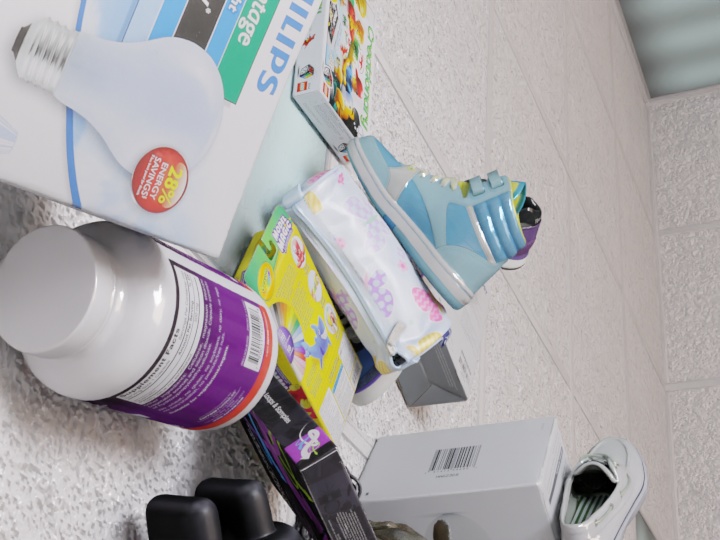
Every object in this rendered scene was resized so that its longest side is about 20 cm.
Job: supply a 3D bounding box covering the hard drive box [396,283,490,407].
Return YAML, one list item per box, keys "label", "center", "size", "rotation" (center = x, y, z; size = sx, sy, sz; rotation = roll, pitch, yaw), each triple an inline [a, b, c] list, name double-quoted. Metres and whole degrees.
- label: "hard drive box"
  center: [0.085, 0.034, 1.365]
  size: [0.200, 0.076, 0.157]
  rotation: [-68, 142, -52]

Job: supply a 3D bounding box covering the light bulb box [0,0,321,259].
- label: "light bulb box"
  center: [-0.147, -0.135, 0.645]
  size: [0.199, 0.124, 0.199]
  rotation: [21, 92, -46]

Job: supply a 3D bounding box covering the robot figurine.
- label: "robot figurine"
  center: [-0.087, 0.246, 0.792]
  size: [0.125, 0.149, 0.202]
  rotation: [-159, -121, -88]

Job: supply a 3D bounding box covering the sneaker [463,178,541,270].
- label: "sneaker"
  center: [0.103, -0.074, 1.295]
  size: [0.076, 0.199, 0.088]
  rotation: [-82, -173, -51]

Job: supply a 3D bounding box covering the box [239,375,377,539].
- label: "box"
  center: [-0.047, 0.153, 0.898]
  size: [0.200, 0.036, 0.144]
  rotation: [40, -25, 59]

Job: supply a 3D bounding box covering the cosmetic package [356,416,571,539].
- label: "cosmetic package"
  center: [0.122, 0.274, 1.194]
  size: [0.123, 0.198, 0.201]
  rotation: [-57, 133, -59]

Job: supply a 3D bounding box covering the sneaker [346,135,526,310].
- label: "sneaker"
  center: [0.083, -0.075, 1.123]
  size: [0.200, 0.130, 0.080]
  rotation: [55, 5, 15]

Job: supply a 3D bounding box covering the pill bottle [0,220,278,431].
- label: "pill bottle"
  center: [-0.144, 0.037, 0.760]
  size: [0.200, 0.112, 0.113]
  rotation: [33, 51, -60]

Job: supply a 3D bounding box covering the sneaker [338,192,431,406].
- label: "sneaker"
  center: [-0.008, 0.017, 1.175]
  size: [0.146, 0.080, 0.201]
  rotation: [41, 58, -26]

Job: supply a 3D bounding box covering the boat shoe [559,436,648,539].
- label: "boat shoe"
  center: [0.237, 0.211, 1.136]
  size: [0.200, 0.073, 0.067]
  rotation: [-58, 136, -58]

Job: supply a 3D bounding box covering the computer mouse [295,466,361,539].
- label: "computer mouse"
  center: [0.002, 0.294, 1.089]
  size: [0.139, 0.052, 0.201]
  rotation: [-51, 128, -62]

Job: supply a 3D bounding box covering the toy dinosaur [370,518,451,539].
- label: "toy dinosaur"
  center: [0.015, 0.247, 0.992]
  size: [0.199, 0.102, 0.078]
  rotation: [1, 82, -52]

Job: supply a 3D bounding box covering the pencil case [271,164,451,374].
- label: "pencil case"
  center: [0.000, 0.000, 1.092]
  size: [0.201, 0.083, 0.091]
  rotation: [56, 40, -6]

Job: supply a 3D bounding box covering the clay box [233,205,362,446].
- label: "clay box"
  center: [-0.063, 0.053, 1.034]
  size: [0.115, 0.047, 0.201]
  rotation: [-71, 143, -50]

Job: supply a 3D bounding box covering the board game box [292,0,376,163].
- label: "board game box"
  center: [-0.025, -0.234, 1.260]
  size: [0.126, 0.034, 0.201]
  rotation: [49, 38, -53]
